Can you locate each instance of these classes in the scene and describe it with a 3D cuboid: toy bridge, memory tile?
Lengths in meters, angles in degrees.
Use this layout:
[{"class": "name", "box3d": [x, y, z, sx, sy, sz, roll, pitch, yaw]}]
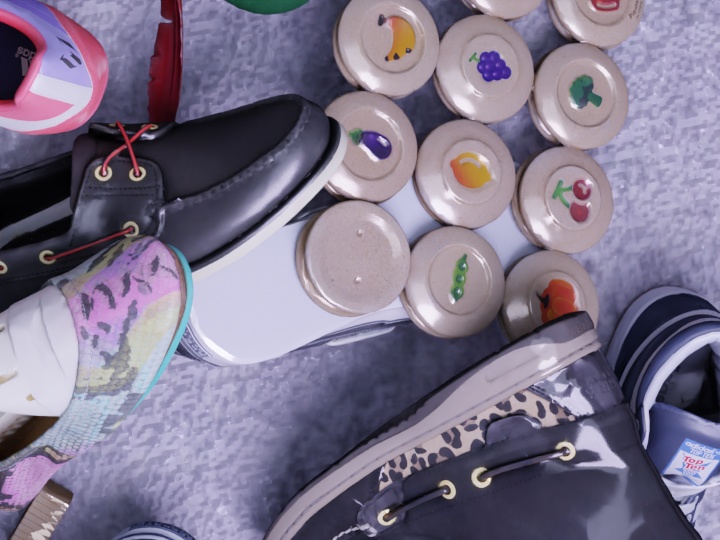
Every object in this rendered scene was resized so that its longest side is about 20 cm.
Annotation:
[{"class": "toy bridge", "box3d": [-0.079, 0.175, 0.973, 0.200, 0.027, 0.067, 31, 93, -10]}, {"class": "memory tile", "box3d": [0.052, -0.067, 0.936, 0.153, 0.017, 0.201, 14, 78, -22]}]

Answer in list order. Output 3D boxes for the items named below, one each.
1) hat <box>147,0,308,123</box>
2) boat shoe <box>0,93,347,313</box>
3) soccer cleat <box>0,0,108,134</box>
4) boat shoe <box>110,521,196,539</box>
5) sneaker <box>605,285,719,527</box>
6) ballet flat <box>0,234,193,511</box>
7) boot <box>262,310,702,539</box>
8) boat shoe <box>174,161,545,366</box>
[{"class": "hat", "box3d": [-0.042, -0.118, 0.871, 0.165, 0.200, 0.177, -3, 83, 2]}, {"class": "boat shoe", "box3d": [-0.102, -0.029, 0.895, 0.201, 0.074, 0.063, -21, 125, 20]}, {"class": "soccer cleat", "box3d": [-0.201, -0.108, 0.881, 0.200, 0.076, 0.067, 21, 93, 13]}, {"class": "boat shoe", "box3d": [-0.117, 0.215, 0.920, 0.071, 0.091, 0.201, 14, 109, 3]}, {"class": "sneaker", "box3d": [0.134, 0.109, 0.956, 0.070, 0.108, 0.201, 12, 93, -9]}, {"class": "ballet flat", "box3d": [-0.141, 0.049, 0.876, 0.071, 0.200, 0.069, 2, 62, -33]}, {"class": "boot", "box3d": [0.060, 0.127, 0.917, 0.200, 0.073, 0.151, -38, 82, 26]}, {"class": "boat shoe", "box3d": [0.000, 0.000, 0.950, 0.200, 0.068, 0.072, -20, 92, -26]}]
